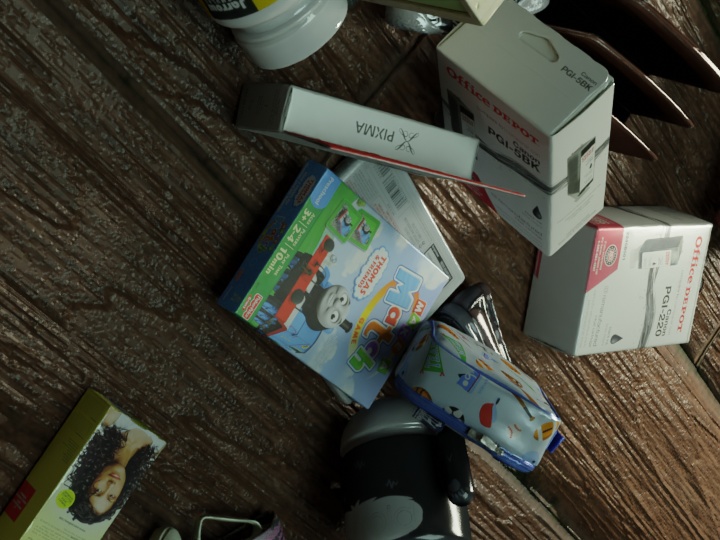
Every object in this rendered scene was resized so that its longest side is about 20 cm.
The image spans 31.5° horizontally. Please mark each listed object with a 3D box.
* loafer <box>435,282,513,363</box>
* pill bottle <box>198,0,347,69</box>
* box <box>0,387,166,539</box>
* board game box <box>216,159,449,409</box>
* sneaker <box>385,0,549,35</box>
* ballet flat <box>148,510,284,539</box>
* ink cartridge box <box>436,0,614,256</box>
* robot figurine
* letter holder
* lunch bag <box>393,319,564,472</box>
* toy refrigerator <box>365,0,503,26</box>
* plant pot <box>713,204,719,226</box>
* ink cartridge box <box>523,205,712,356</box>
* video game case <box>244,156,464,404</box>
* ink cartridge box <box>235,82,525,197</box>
[{"bbox_3d":[0.143,0.103,1.344,0.063,0.071,0.202,-41,124,-24],"label":"loafer"},{"bbox_3d":[-0.095,-0.263,0.990,0.114,0.114,0.201,-47,128,-15],"label":"pill bottle"},{"bbox_3d":[-0.254,0.205,1.077,0.075,0.050,0.201,39,81,-40],"label":"box"},{"bbox_3d":[-0.019,0.017,1.174,0.200,0.036,0.152,39,80,-42],"label":"board game box"},{"bbox_3d":[0.098,-0.284,1.165,0.198,0.075,0.117,-20,117,-37],"label":"sneaker"},{"bbox_3d":[-0.153,0.265,1.176,0.198,0.069,0.072,-10,94,-40],"label":"ballet flat"},{"bbox_3d":[0.149,-0.129,1.164,0.083,0.147,0.201,-40,153,-15],"label":"ink cartridge box"},{"bbox_3d":[0.044,0.222,1.232,0.148,0.203,0.125,-12,150,11],"label":"robot figurine"},{"bbox_3d":[0.266,-0.194,1.283,0.199,0.141,0.102,29,88,-41],"label":"letter holder"},{"bbox_3d":[0.111,0.117,1.189,0.159,0.200,0.076,33,97,0],"label":"lunch bag"},{"bbox_3d":[0.034,-0.258,1.038,0.070,0.199,0.076,-52,130,-10],"label":"toy refrigerator"},{"bbox_3d":[0.526,-0.107,1.503,0.199,0.200,0.197,22,101,-41],"label":"plant pot"},{"bbox_3d":[0.287,0.009,1.413,0.198,0.084,0.148,-4,109,-39],"label":"ink cartridge box"},{"bbox_3d":[0.000,0.000,1.223,0.182,0.023,0.201,-46,129,-17],"label":"video game case"},{"bbox_3d":[0.019,-0.111,1.077,0.197,0.175,0.045,11,94,-32],"label":"ink cartridge box"}]
